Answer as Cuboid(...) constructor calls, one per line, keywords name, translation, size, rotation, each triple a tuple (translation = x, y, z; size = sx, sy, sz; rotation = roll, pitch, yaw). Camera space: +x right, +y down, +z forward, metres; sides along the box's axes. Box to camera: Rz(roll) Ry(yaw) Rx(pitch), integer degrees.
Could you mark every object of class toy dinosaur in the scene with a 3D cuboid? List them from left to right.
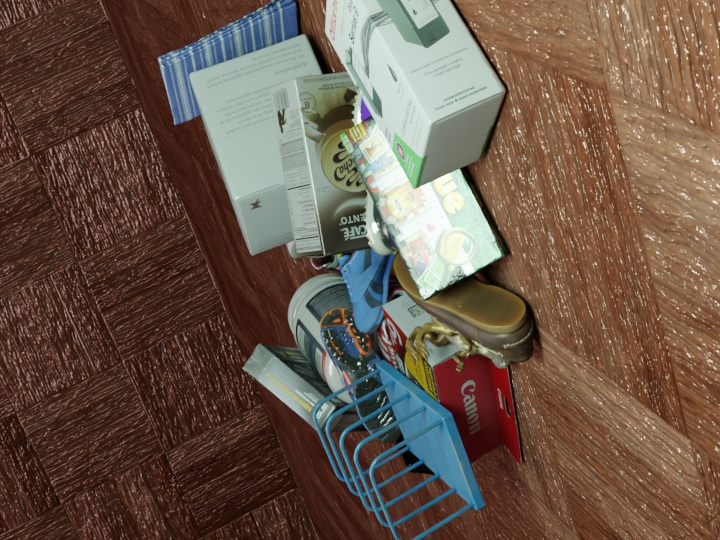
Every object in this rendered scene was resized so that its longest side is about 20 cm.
Cuboid(name="toy dinosaur", translation=(0.099, 0.060, 1.562), size=(0.200, 0.106, 0.061), rotation=(49, 158, 28))

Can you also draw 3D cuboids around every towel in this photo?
Cuboid(name="towel", translation=(-0.166, -0.276, 1.737), size=(0.024, 0.199, 0.145), rotation=(56, 167, 23))

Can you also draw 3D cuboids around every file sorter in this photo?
Cuboid(name="file sorter", translation=(0.041, 0.227, 1.658), size=(0.200, 0.122, 0.140), rotation=(34, 148, 62))

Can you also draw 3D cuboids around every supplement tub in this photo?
Cuboid(name="supplement tub", translation=(-0.018, 0.100, 1.996), size=(0.200, 0.140, 0.141), rotation=(46, 158, 56))

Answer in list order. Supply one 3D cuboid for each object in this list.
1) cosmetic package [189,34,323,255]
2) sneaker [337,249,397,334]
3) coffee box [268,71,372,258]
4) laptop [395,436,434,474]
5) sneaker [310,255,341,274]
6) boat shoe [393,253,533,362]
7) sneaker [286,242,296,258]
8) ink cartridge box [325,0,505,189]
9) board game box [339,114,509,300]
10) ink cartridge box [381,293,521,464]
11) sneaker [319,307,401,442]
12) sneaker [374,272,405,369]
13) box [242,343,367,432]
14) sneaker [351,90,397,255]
Cuboid(name="cosmetic package", translation=(-0.106, -0.160, 1.724), size=(0.165, 0.164, 0.201), rotation=(83, 167, -66))
Cuboid(name="sneaker", translation=(0.000, 0.000, 1.739), size=(0.066, 0.078, 0.201), rotation=(-109, 23, -47))
Cuboid(name="coffee box", translation=(-0.025, -0.121, 1.523), size=(0.080, 0.112, 0.202), rotation=(-5, 96, 63))
Cuboid(name="laptop", translation=(0.093, 0.214, 2.067), size=(0.199, 0.103, 0.178), rotation=(-4, 114, 49))
Cuboid(name="sneaker", translation=(-0.040, -0.026, 1.952), size=(0.070, 0.082, 0.200), rotation=(47, 167, 21))
Cuboid(name="boat shoe", translation=(0.111, 0.039, 1.458), size=(0.200, 0.070, 0.071), rotation=(37, 160, 44))
Cuboid(name="sneaker", translation=(-0.088, -0.112, 1.964), size=(0.115, 0.072, 0.201), rotation=(57, 152, 26))
Cuboid(name="ink cartridge box", translation=(0.046, -0.203, 1.271), size=(0.201, 0.084, 0.146), rotation=(61, 167, 17))
Cuboid(name="board game box", translation=(0.066, -0.081, 1.400), size=(0.201, 0.104, 0.023), rotation=(63, -160, 7))
Cuboid(name="ink cartridge box", translation=(0.116, 0.145, 1.661), size=(0.176, 0.083, 0.201), rotation=(50, 161, 46))
Cuboid(name="sneaker", translation=(0.006, 0.143, 1.846), size=(0.078, 0.075, 0.201), rotation=(158, 88, -83))
Cuboid(name="sneaker", translation=(0.063, 0.103, 1.830), size=(0.112, 0.071, 0.201), rotation=(-144, 32, -71))
Cuboid(name="box", translation=(-0.068, 0.179, 2.013), size=(0.158, 0.049, 0.200), rotation=(36, -173, 21))
Cuboid(name="sneaker", translation=(0.054, -0.121, 1.454), size=(0.099, 0.069, 0.202), rotation=(-6, 91, 39))
